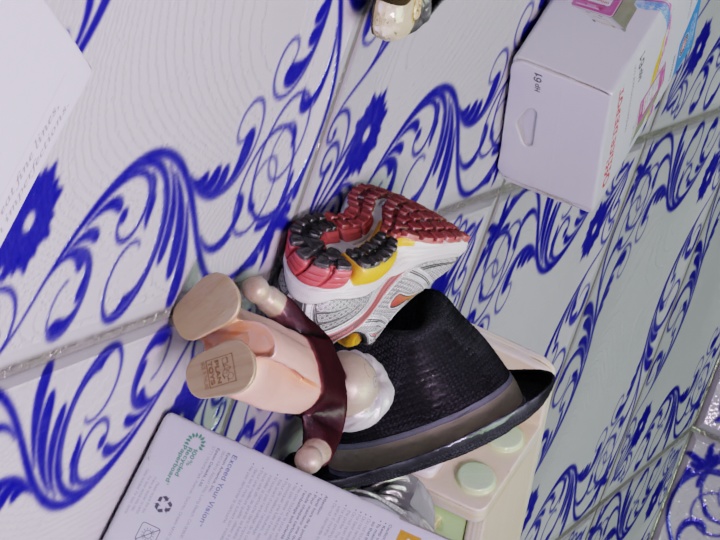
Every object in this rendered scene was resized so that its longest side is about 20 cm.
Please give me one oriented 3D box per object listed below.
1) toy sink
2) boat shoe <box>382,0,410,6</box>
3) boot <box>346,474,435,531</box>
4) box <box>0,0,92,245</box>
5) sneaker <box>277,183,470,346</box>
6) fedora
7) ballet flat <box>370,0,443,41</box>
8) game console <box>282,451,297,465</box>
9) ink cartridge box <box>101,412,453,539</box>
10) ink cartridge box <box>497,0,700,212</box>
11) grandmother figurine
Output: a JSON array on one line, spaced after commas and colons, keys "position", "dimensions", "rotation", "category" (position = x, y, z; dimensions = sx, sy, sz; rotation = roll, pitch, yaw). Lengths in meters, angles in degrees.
[{"position": [0.050, 0.143, 2.079], "dimensions": [0.112, 0.130, 0.200], "rotation": [-52, 160, -43], "category": "toy sink"}, {"position": [0.010, -0.214, 1.528], "dimensions": [0.066, 0.072, 0.201], "rotation": [-57, 158, -18], "category": "boat shoe"}, {"position": [0.008, 0.171, 1.936], "dimensions": [0.200, 0.073, 0.096], "rotation": [61, 16, -57], "category": "boot"}, {"position": [-0.205, -0.037, 0.923], "dimensions": [0.199, 0.130, 0.200], "rotation": [-64, 165, -11], "category": "box"}, {"position": [0.000, 0.000, 1.825], "dimensions": [0.200, 0.078, 0.082], "rotation": [-20, 136, -58], "category": "sneaker"}, {"position": [0.027, 0.069, 1.885], "dimensions": [0.201, 0.200, 0.092], "rotation": [-38, 108, -61], "category": "fedora"}, {"position": [0.057, -0.191, 1.752], "dimensions": [0.200, 0.057, 0.067], "rotation": [-47, 154, -52], "category": "ballet flat"}, {"position": [-0.008, 0.250, 1.961], "dimensions": [0.171, 0.118, 0.200], "rotation": [-61, 147, -22], "category": "game console"}, {"position": [-0.065, 0.208, 1.635], "dimensions": [0.197, 0.200, 0.043], "rotation": [-63, 164, -13], "category": "ink cartridge box"}, {"position": [0.187, -0.166, 2.190], "dimensions": [0.200, 0.084, 0.145], "rotation": [-56, 162, -32], "category": "ink cartridge box"}, {"position": [-0.037, 0.061, 1.683], "dimensions": [0.200, 0.060, 0.122], "rotation": [20, 61, -63], "category": "grandmother figurine"}]
